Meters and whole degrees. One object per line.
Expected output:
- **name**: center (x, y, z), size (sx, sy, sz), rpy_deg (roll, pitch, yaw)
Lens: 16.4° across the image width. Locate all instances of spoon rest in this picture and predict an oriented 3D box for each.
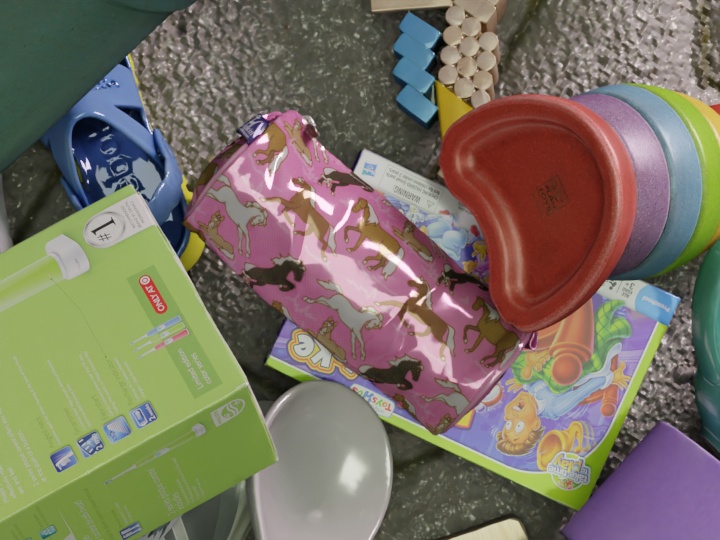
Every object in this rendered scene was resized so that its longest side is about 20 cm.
- **spoon rest**: center (-0.040, 0.155, 1.352), size (0.099, 0.060, 0.201), rpy_deg (34, 72, -34)

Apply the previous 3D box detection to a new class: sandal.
- **sandal**: center (-0.151, -0.085, 1.388), size (0.079, 0.087, 0.200), rpy_deg (-35, 90, -1)

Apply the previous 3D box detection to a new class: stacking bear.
- **stacking bear**: center (0.160, -0.049, 1.367), size (0.199, 0.114, 0.122), rpy_deg (-10, 74, -46)

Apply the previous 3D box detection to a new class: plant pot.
- **plant pot**: center (-0.181, -0.164, 1.270), size (0.200, 0.200, 0.196), rpy_deg (45, 116, -2)

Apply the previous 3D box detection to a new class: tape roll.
- **tape roll**: center (0.208, 0.178, 1.350), size (0.200, 0.200, 0.085), rpy_deg (42, 87, -2)

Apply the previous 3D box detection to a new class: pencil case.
- **pencil case**: center (0.000, 0.000, 1.353), size (0.200, 0.083, 0.087), rpy_deg (41, 119, -2)

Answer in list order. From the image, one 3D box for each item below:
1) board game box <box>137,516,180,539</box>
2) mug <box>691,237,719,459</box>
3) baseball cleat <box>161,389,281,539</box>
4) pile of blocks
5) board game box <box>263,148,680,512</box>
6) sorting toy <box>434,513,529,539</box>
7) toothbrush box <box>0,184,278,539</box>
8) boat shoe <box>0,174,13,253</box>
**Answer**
- **board game box**: center (-0.181, 0.111, 1.345), size (0.147, 0.064, 0.200), rpy_deg (31, 71, 25)
- **mug**: center (0.247, 0.072, 1.379), size (0.114, 0.152, 0.185), rpy_deg (-44, 79, 1)
- **baseball cleat**: center (-0.114, 0.151, 1.397), size (0.106, 0.070, 0.201), rpy_deg (29, 71, 7)
- **pile of blocks**: center (0.048, -0.135, 1.413), size (0.082, 0.062, 0.201), rpy_deg (-1, 82, 5)
- **board game box**: center (0.062, 0.034, 1.419), size (0.199, 0.045, 0.135), rpy_deg (25, 89, -3)
- **sorting toy**: center (0.031, 0.266, 1.406), size (0.198, 0.070, 0.201), rpy_deg (-19, 91, -3)
- **toothbrush box**: center (-0.165, 0.072, 1.278), size (0.199, 0.086, 0.146), rpy_deg (-28, 57, -9)
- **boat shoe**: center (-0.244, -0.056, 1.380), size (0.071, 0.070, 0.201), rpy_deg (-7, 95, 28)
